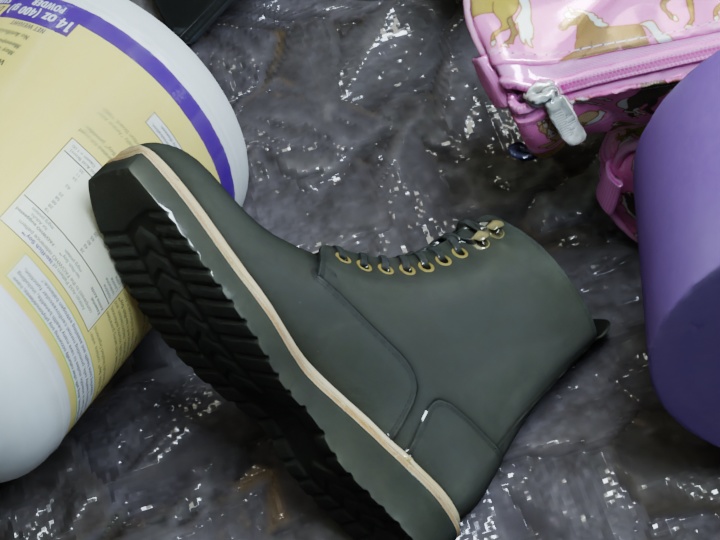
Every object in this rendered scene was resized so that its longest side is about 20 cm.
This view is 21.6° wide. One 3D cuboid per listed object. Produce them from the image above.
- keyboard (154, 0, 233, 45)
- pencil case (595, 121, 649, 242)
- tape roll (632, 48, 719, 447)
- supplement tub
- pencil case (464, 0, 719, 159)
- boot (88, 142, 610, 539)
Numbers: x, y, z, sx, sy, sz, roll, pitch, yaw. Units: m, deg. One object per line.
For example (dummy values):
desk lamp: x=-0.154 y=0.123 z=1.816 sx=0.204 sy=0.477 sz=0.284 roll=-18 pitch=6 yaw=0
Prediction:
keyboard: x=-0.034 y=-0.202 z=0.899 sx=0.200 sy=0.040 sz=0.104 roll=-42 pitch=58 yaw=27
pencil case: x=0.174 y=-0.095 z=0.806 sx=0.086 sy=0.083 sz=0.200 roll=5 pitch=56 yaw=43
tape roll: x=0.199 y=-0.008 z=0.672 sx=0.199 sy=0.200 sz=0.085 roll=-5 pitch=57 yaw=8
supplement tub: x=-0.152 y=-0.007 z=0.758 sx=0.145 sy=0.146 sz=0.200 roll=20 pitch=52 yaw=22
pencil case: x=0.143 y=-0.098 z=0.702 sx=0.199 sy=0.083 sz=0.087 roll=-11 pitch=68 yaw=18
boot: x=0.000 y=0.000 z=0.737 sx=0.138 sy=0.200 sz=0.077 roll=-47 pitch=24 yaw=-24
